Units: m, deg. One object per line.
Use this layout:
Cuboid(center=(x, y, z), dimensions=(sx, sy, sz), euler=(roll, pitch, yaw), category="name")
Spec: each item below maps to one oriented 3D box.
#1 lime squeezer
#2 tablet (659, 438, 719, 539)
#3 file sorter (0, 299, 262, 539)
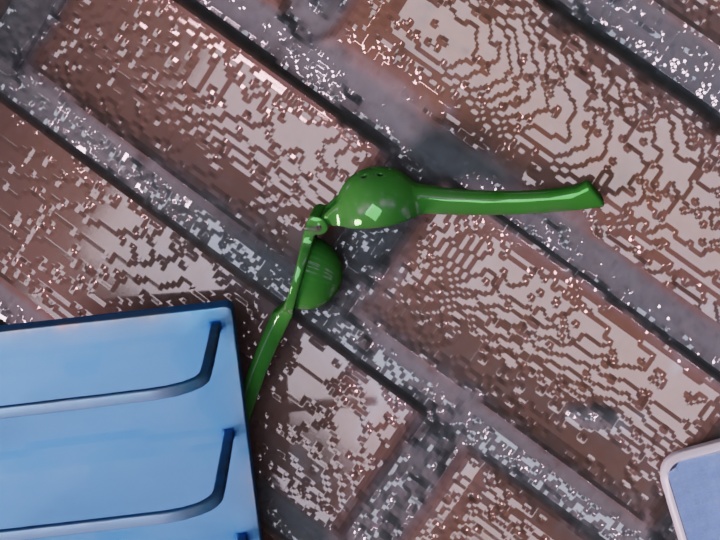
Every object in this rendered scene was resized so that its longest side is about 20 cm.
Cuboid(center=(0.000, 0.000, 0.907), dimensions=(0.200, 0.038, 0.071), euler=(-37, 118, 15), category="lime squeezer")
Cuboid(center=(0.209, 0.154, 0.872), dimensions=(0.130, 0.014, 0.201), euler=(-17, 90, 16), category="tablet")
Cuboid(center=(-0.111, 0.130, 0.872), dimensions=(0.138, 0.123, 0.201), euler=(-6, 102, 1), category="file sorter")
